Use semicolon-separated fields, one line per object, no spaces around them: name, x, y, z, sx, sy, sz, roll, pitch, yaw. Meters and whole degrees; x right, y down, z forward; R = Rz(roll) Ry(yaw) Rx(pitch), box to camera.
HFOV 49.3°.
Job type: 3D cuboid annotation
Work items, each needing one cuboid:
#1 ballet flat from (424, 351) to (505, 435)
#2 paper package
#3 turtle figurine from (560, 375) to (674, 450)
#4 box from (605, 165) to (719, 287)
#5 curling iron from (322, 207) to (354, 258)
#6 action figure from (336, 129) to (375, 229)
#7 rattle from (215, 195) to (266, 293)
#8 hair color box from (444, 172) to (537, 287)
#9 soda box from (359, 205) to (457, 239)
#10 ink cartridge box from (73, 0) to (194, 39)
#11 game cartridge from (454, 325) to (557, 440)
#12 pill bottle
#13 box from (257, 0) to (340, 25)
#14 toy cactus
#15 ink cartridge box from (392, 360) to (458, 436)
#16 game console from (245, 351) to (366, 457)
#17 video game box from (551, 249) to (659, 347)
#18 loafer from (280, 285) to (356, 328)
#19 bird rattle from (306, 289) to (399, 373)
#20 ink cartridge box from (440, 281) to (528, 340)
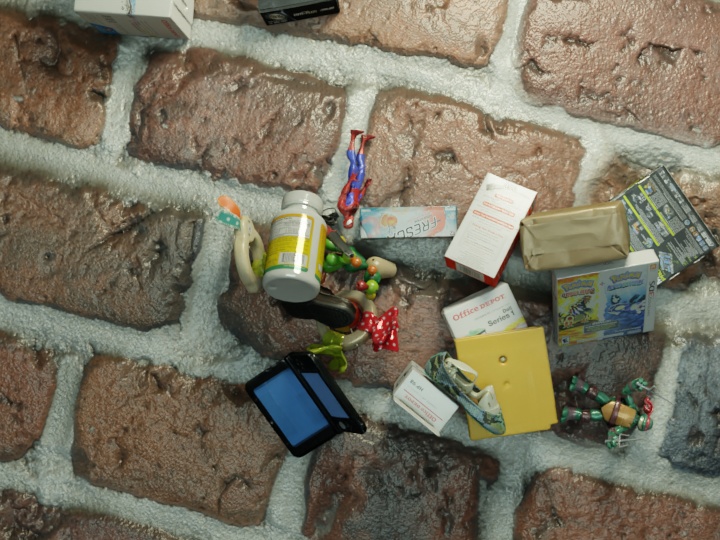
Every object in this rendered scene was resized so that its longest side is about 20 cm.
ballet flat;0.211;0.228;1.478;0.200;0.074;0.074;40;92;-1
paper package;0.414;-0.067;1.499;0.189;0.200;0.104;-7;94;20
turtle figurine;0.509;0.285;1.564;0.199;0.101;0.151;15;75;18
box;0.599;-0.086;1.589;0.160;0.044;0.201;-35;87;3
curling iron;-0.049;-0.076;1.558;0.049;0.200;0.026;-28;122;-2
action figure;-0.010;-0.184;1.612;0.051;0.065;0.201;12;90;33
rattle;-0.192;-0.060;1.563;0.142;0.130;0.201;0;113;27
hair color box;0.261;-0.081;1.564;0.110;0.064;0.201;25;78;18
soda box;0.097;-0.097;1.602;0.199;0.068;0.064;-2;89;2
ink cartridge box;-0.453;-0.568;1.596;0.199;0.147;0.146;6;90;3
game cartridge;0.283;0.219;1.529;0.175;0.032;0.201;-9;93;4
pill bottle;-0.124;-0.050;1.522;0.112;0.113;0.201;4;62;3
box;-0.137;-0.627;1.611;0.163;0.086;0.201;-8;89;4
toy cactus;0.000;0.000;1.576;0.164;0.200;0.103;8;104;-37
ink cartridge box;0.127;0.247;1.533;0.116;0.200;0.067;38;92;2
game console;-0.111;0.275;1.573;0.116;0.176;0.201;-39;102;-25
video game box;0.480;0.057;1.545;0.199;0.047;0.183;-11;125;3
loafer;-0.079;0.059;1.566;0.071;0.199;0.073;-52;130;-26
bird rattle;-0.019;0.109;1.584;0.199;0.113;0.164;-31;57;12
ink cartridge box;0.269;0.142;1.584;0.144;0.084;0.201;-25;89;3
